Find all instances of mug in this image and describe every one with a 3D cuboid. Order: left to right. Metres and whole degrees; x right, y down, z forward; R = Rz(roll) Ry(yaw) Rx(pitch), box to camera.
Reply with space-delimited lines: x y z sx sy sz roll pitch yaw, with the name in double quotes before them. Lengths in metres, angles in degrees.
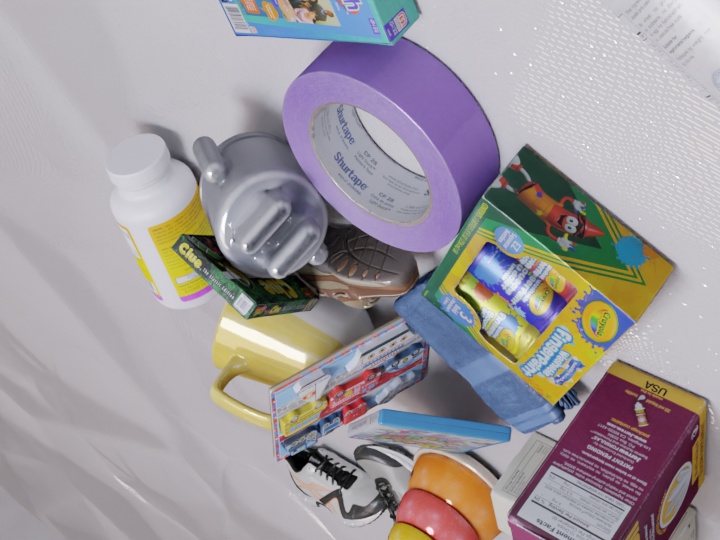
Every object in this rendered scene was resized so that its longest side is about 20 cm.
"mug" -0.074 0.089 1.498 0.151 0.189 0.149 25 173 12

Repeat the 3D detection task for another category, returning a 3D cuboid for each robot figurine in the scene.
"robot figurine" -0.099 -0.068 1.324 0.170 0.113 0.200 44 -173 -28

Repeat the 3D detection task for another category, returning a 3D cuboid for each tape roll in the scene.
"tape roll" 0.025 -0.114 1.197 0.198 0.066 0.201 30 149 20

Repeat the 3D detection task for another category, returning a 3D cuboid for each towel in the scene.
"towel" 0.126 0.079 1.351 0.200 0.049 0.112 45 154 -6

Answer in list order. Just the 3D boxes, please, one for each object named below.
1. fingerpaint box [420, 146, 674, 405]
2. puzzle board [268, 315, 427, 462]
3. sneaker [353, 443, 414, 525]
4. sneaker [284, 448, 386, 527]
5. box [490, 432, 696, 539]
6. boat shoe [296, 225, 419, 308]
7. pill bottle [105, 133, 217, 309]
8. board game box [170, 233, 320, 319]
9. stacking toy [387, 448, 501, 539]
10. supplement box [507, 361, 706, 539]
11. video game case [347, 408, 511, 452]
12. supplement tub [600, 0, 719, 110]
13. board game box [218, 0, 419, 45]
"fingerpaint box" 0.159 0.012 1.189 0.166 0.073 0.200 40 152 5
"puzzle board" -0.008 0.123 1.430 0.017 0.198 0.152 51 158 28
"sneaker" 0.062 0.300 1.705 0.200 0.079 0.074 46 153 -4
"sneaker" -0.035 0.290 1.820 0.198 0.074 0.081 6 133 48
"box" 0.245 0.263 1.406 0.198 0.095 0.078 25 148 32
"boat shoe" 0.000 0.000 1.386 0.199 0.076 0.072 15 147 55
"pill bottle" -0.226 -0.058 1.552 0.103 0.104 0.202 19 144 35
"board game box" -0.112 0.005 1.356 0.105 0.024 0.200 44 -169 10
"stacking toy" 0.078 0.321 1.582 0.145 0.200 0.147 30 149 20
"supplement box" 0.232 0.208 1.233 0.102 0.200 0.132 24 148 30
"video game case" 0.071 0.178 1.467 0.141 0.018 0.200 9 167 -9
"supplement tub" 0.237 -0.163 0.790 0.200 0.132 0.132 43 152 0
"board game box" -0.059 -0.267 1.114 0.198 0.045 0.153 14 140 43
